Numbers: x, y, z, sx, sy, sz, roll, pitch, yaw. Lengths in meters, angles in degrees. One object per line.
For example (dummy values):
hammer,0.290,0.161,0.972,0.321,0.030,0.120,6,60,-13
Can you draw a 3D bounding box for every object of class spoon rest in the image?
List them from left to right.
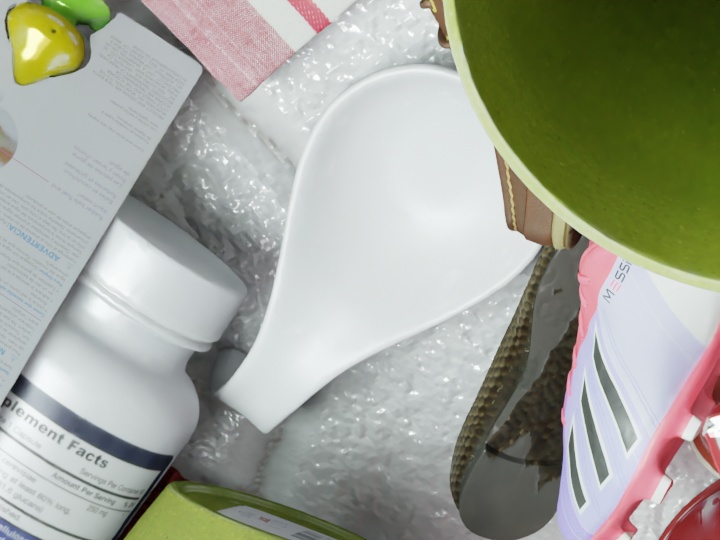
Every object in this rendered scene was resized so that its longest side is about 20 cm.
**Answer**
spoon rest,0.000,0.000,0.901,0.099,0.061,0.200,35,125,-6

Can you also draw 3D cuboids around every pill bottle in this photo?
pill bottle,-0.135,0.066,0.913,0.111,0.111,0.200,35,96,-6

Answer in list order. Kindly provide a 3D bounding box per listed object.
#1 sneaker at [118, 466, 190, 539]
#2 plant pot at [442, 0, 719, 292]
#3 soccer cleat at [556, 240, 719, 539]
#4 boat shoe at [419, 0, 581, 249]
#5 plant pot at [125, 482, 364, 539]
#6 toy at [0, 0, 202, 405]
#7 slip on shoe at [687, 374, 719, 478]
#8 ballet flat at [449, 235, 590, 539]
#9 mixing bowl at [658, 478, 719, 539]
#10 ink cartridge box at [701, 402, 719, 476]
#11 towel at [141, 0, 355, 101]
sneaker,-0.143,0.136,1.034,0.200,0.078,0.116,21,134,19
plant pot,0.138,-0.121,0.696,0.187,0.200,0.187,8,122,13
soccer cleat,0.106,0.021,0.843,0.076,0.067,0.200,32,129,14
boat shoe,0.056,-0.103,0.793,0.067,0.072,0.200,5,119,17
plant pot,-0.061,0.192,0.877,0.187,0.187,0.200,19,91,6
toy,-0.159,-0.025,0.856,0.115,0.200,0.047,33,166,-12
slip on shoe,0.178,0.011,0.850,0.074,0.061,0.200,28,126,-2
ballet flat,0.086,0.023,0.900,0.067,0.046,0.200,14,123,-15
mixing bowl,0.204,0.184,0.920,0.200,0.108,0.201,8,123,12
ink cartridge box,0.197,0.062,0.675,0.084,0.200,0.145,-17,101,35
towel,-0.026,-0.171,0.828,0.200,0.023,0.144,-37,102,31
